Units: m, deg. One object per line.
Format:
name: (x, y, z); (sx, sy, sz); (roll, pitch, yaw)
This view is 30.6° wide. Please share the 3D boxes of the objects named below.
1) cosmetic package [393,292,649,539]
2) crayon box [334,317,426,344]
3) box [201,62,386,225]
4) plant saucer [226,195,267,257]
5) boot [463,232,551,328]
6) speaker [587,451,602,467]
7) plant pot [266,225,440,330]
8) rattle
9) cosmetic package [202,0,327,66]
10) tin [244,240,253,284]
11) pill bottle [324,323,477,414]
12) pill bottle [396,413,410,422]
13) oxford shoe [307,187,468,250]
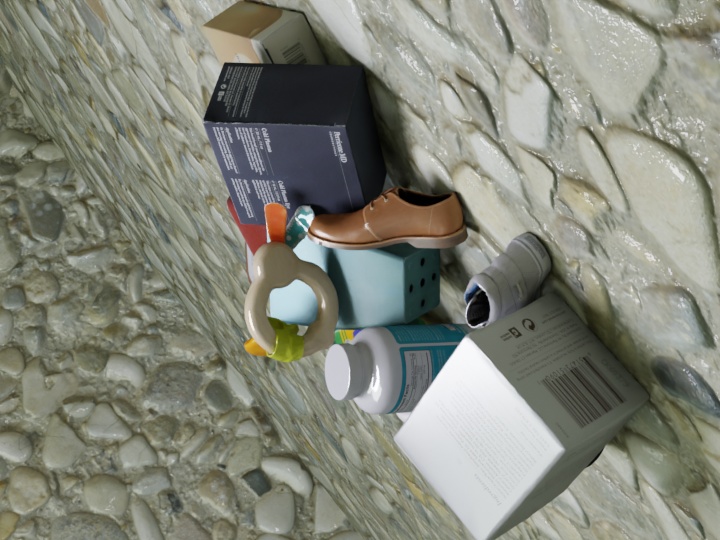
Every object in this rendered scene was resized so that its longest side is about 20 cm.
cosmetic package: (0.176, 0.165, 1.467); (0.165, 0.165, 0.200); (49, 134, 20)
crayon box: (0.058, 0.125, 1.887); (0.126, 0.052, 0.200); (-24, 120, 39)
box: (-0.076, -0.152, 1.640); (0.181, 0.104, 0.200); (5, 144, 15)
plant saucer: (-0.115, -0.080, 2.008); (0.037, 0.200, 0.200); (-10, 122, 26)
boot: (0.156, 0.033, 1.508); (0.074, 0.095, 0.200); (49, 164, 22)
speaker: (0.220, 0.177, 1.653); (0.200, 0.081, 0.081); (30, 151, 58)
plant pot: (0.000, 0.000, 1.739); (0.199, 0.141, 0.142); (11, 112, 32)
rattle: (-0.106, 0.011, 1.691); (0.143, 0.130, 0.201); (-154, 48, -80)
cosmetic package: (-0.124, -0.287, 1.730); (0.200, 0.071, 0.105); (27, 149, 59)
tin: (-0.143, -0.057, 2.115); (0.112, 0.042, 0.201); (-22, 68, 50)
pill bottle: (0.058, 0.124, 1.659); (0.111, 0.199, 0.111); (-1, 89, 62)
pill bottle: (0.147, 0.215, 1.827); (0.200, 0.110, 0.109); (43, 172, -28)
oxford shoe: (0.028, -0.068, 1.595); (0.071, 0.199, 0.072); (-68, -30, -59)
